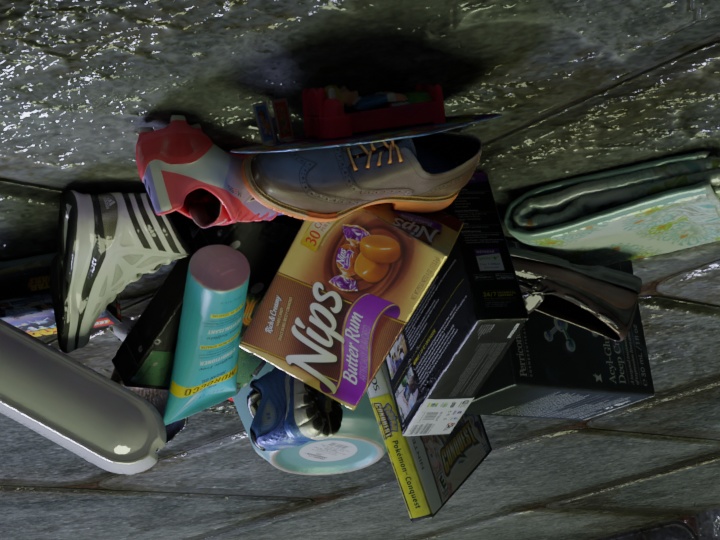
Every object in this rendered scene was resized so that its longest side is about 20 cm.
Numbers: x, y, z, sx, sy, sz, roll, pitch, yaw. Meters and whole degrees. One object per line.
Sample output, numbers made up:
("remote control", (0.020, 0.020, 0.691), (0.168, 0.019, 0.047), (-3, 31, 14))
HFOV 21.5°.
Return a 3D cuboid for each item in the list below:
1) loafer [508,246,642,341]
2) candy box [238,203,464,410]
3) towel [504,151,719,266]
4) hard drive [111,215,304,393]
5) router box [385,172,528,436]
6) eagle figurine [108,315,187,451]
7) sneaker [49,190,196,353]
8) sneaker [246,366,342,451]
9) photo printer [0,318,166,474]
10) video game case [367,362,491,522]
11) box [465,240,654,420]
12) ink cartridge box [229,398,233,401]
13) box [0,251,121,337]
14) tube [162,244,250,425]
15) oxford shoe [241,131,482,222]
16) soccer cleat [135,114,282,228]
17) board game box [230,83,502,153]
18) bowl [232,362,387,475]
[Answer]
("loafer", (0.168, 0.019, 1.728), (0.199, 0.063, 0.072), (11, 171, -23))
("candy box", (-0.011, 0.013, 1.571), (0.116, 0.057, 0.200), (29, 129, -1))
("towel", (0.243, -0.047, 1.714), (0.199, 0.048, 0.171), (-12, 162, 15))
("hard drive", (-0.113, 0.026, 1.661), (0.139, 0.038, 0.200), (8, 127, -43))
("router box", (0.072, 0.032, 1.644), (0.051, 0.150, 0.200), (-1, 148, -21))
("eagle figurine", (-0.194, 0.088, 1.845), (0.151, 0.151, 0.200), (-19, 156, -17))
("sneaker", (-0.197, 0.004, 1.593), (0.115, 0.076, 0.201), (-4, 148, -17))
("sneaker", (-0.060, 0.099, 1.711), (0.089, 0.079, 0.200), (-23, -164, 18))
("photo printer", (-0.261, 0.111, 1.645), (0.200, 0.070, 0.166), (30, 170, -8))
("video game case", (0.062, 0.123, 1.822), (0.025, 0.181, 0.200), (-16, -173, 24))
("box", (0.176, 0.061, 1.865), (0.200, 0.149, 0.107), (6, 159, -39))
("ink cartridge box", (-0.052, 0.087, 1.991), (0.199, 0.067, 0.116), (-15, 161, 23))
("box", (-0.332, 0.032, 1.732), (0.199, 0.040, 0.137), (-10, 164, 6))
("tube", (-0.130, 0.060, 1.622), (0.077, 0.050, 0.200), (-18, 146, -24))
("oxford shoe", (0.003, -0.086, 1.461), (0.199, 0.071, 0.073), (-6, 155, -33))
("soccer cleat", (-0.103, -0.060, 1.462), (0.067, 0.077, 0.200), (-16, 161, 27))
("board game box", (0.005, -0.117, 1.363), (0.158, 0.039, 0.200), (-3, -171, 31))
("bowl", (-0.037, 0.135, 1.879), (0.200, 0.105, 0.201), (-4, 154, -2))
